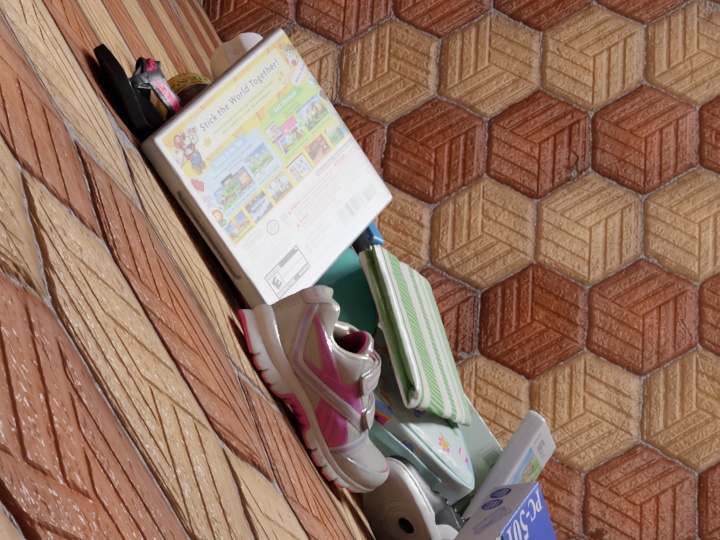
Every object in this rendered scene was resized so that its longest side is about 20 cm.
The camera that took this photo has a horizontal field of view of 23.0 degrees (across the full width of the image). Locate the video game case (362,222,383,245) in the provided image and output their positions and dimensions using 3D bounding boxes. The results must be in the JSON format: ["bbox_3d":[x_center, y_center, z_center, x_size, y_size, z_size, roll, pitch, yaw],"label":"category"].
[{"bbox_3d":[-0.049,-0.034,1.854,0.018,0.144,0.201,24,24,-33],"label":"video game case"}]

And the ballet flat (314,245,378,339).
[{"bbox_3d":[-0.043,-0.013,1.556,0.071,0.069,0.202,-42,-114,47],"label":"ballet flat"}]

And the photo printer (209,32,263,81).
[{"bbox_3d":[-0.080,-0.132,1.728,0.168,0.069,0.200,63,0,17],"label":"photo printer"}]

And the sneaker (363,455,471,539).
[{"bbox_3d":[0.078,0.224,1.546,0.073,0.112,0.202,0,-59,44],"label":"sneaker"}]

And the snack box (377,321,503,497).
[{"bbox_3d":[0.054,0.152,1.811,0.201,0.116,0.037,55,0,7],"label":"snack box"}]

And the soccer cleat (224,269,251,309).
[{"bbox_3d":[-0.092,-0.004,1.509,0.068,0.073,0.202,-19,-96,62],"label":"soccer cleat"}]

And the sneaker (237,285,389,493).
[{"bbox_3d":[-0.017,0.095,1.415,0.201,0.088,0.082,60,2,-32],"label":"sneaker"}]

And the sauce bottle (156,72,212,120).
[{"bbox_3d":[-0.143,-0.139,1.588,0.066,0.066,0.200,60,-7,-17],"label":"sauce bottle"}]

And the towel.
[{"bbox_3d":[0.051,0.062,1.581,0.200,0.023,0.154,30,41,-73],"label":"towel"}]

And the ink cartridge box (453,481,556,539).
[{"bbox_3d":[0.099,0.248,1.351,0.200,0.044,0.095,-39,114,-59],"label":"ink cartridge box"}]

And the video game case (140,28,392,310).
[{"bbox_3d":[-0.074,-0.081,1.484,0.183,0.023,0.200,56,45,-14],"label":"video game case"}]

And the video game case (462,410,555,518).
[{"bbox_3d":[0.128,0.240,1.737,0.022,0.201,0.182,32,-6,16],"label":"video game case"}]

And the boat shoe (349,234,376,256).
[{"bbox_3d":[-0.001,-0.003,1.669,0.202,0.063,0.074,94,-26,-77],"label":"boat shoe"}]

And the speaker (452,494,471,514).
[{"bbox_3d":[0.033,0.170,1.738,0.201,0.088,0.088,61,2,-2],"label":"speaker"}]

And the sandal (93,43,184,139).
[{"bbox_3d":[-0.172,-0.142,1.465,0.076,0.045,0.200,61,2,18],"label":"sandal"}]

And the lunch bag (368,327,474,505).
[{"bbox_3d":[0.015,0.128,1.593,0.200,0.077,0.161,45,16,-26],"label":"lunch bag"}]
